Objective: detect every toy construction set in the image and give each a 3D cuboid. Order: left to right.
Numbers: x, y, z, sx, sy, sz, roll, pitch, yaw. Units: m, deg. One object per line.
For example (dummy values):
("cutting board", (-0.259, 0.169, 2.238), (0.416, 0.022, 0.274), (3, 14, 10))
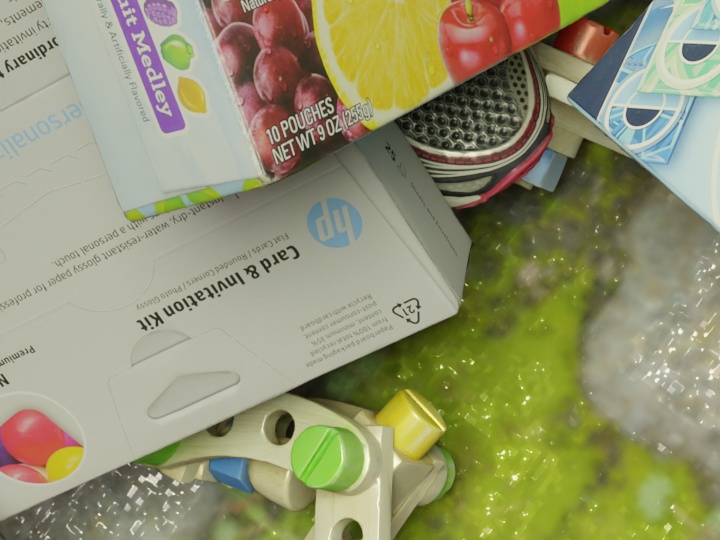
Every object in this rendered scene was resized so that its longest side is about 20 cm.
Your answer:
("toy construction set", (0.000, 0.000, 0.777), (0.131, 0.092, 0.200), (26, 81, 31))

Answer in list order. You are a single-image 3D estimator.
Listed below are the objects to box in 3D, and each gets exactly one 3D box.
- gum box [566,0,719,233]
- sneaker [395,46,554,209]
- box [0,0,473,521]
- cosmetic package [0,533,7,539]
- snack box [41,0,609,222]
("gum box", (0.162, -0.052, 0.622), (0.170, 0.045, 0.200), (-49, 40, 5))
("sneaker", (-0.024, -0.096, 0.712), (0.200, 0.075, 0.081), (46, 73, -8))
("box", (-0.086, -0.045, 0.691), (0.156, 0.041, 0.200), (-25, 112, 22))
("cosmetic package", (-0.171, 0.143, 0.729), (0.200, 0.101, 0.071), (-43, 92, -8))
("snack box", (-0.028, -0.130, 0.619), (0.053, 0.142, 0.201), (-11, 104, 42))
